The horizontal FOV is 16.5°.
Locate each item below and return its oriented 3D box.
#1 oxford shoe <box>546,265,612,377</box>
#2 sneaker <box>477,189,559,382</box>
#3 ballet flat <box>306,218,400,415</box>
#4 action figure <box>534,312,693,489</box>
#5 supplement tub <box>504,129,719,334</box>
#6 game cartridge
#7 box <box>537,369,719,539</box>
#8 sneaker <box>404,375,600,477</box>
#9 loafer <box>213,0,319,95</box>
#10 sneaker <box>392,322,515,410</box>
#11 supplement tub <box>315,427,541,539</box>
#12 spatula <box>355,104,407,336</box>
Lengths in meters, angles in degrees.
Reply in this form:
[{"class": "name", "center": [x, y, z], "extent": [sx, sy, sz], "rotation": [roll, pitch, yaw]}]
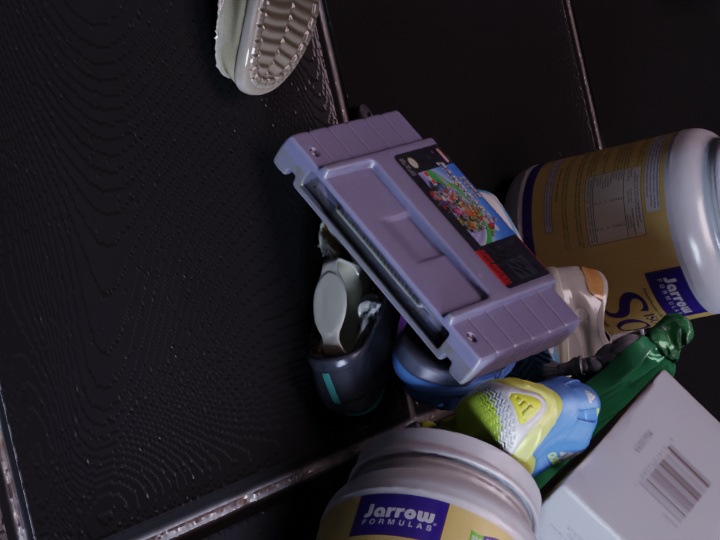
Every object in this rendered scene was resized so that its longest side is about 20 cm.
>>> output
[{"class": "oxford shoe", "center": [0.169, 0.078, 1.908], "extent": [0.075, 0.057, 0.201], "rotation": [-110, -169, -51]}, {"class": "sneaker", "center": [0.108, 0.036, 1.845], "extent": [0.081, 0.076, 0.202], "rotation": [-55, 132, -66]}, {"class": "ballet flat", "center": [0.000, 0.000, 1.652], "extent": [0.073, 0.073, 0.201], "rotation": [51, 39, -42]}, {"class": "action figure", "center": [0.156, 0.096, 1.779], "extent": [0.118, 0.199, 0.055], "rotation": [42, 16, -52]}, {"class": "supplement tub", "center": [0.227, -0.029, 1.950], "extent": [0.145, 0.199, 0.147], "rotation": [35, 49, -53]}, {"class": "game cartridge", "center": [0.047, -0.021, 1.632], "extent": [0.129, 0.038, 0.200], "rotation": [-21, 64, -48]}, {"class": "box", "center": [0.158, 0.190, 1.677], "extent": [0.106, 0.200, 0.152], "rotation": [43, 44, 4]}, {"class": "sneaker", "center": [0.093, 0.122, 1.631], "extent": [0.104, 0.200, 0.076], "rotation": [-8, 75, -27]}, {"class": "loafer", "center": [-0.068, -0.214, 1.612], "extent": [0.076, 0.068, 0.202], "rotation": [16, 81, -59]}, {"class": "sneaker", "center": [0.058, 0.069, 1.663], "extent": [0.066, 0.079, 0.200], "rotation": [37, 15, 10]}, {"class": "supplement tub", "center": [0.032, 0.213, 1.517], "extent": [0.146, 0.144, 0.201], "rotation": [54, 41, -39]}, {"class": "spatula", "center": [0.019, -0.021, 1.749], "extent": [0.056, 0.020, 0.202], "rotation": [10, 70, -61]}]
